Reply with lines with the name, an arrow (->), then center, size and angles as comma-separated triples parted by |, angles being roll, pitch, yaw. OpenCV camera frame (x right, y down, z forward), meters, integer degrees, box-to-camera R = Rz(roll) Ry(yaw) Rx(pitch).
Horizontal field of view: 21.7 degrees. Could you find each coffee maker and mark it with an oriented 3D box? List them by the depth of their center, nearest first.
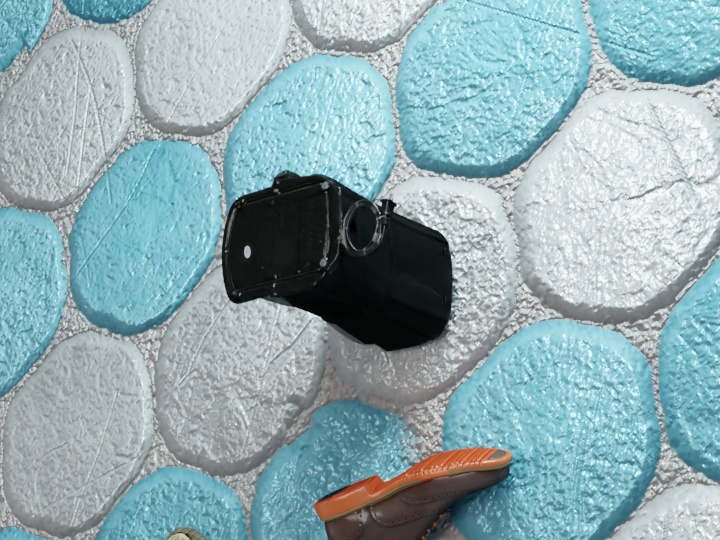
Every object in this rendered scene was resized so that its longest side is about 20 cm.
coffee maker -> 0.000, 0.000, 1.752 | 0.191, 0.200, 0.136 | 15, 85, 41

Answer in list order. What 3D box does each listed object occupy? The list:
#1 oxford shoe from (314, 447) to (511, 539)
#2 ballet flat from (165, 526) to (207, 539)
oxford shoe -> 0.057, 0.215, 1.732 | 0.199, 0.071, 0.073 | -21, 91, 26
ballet flat -> -0.158, 0.339, 1.847 | 0.067, 0.046, 0.201 | -34, 56, 22
